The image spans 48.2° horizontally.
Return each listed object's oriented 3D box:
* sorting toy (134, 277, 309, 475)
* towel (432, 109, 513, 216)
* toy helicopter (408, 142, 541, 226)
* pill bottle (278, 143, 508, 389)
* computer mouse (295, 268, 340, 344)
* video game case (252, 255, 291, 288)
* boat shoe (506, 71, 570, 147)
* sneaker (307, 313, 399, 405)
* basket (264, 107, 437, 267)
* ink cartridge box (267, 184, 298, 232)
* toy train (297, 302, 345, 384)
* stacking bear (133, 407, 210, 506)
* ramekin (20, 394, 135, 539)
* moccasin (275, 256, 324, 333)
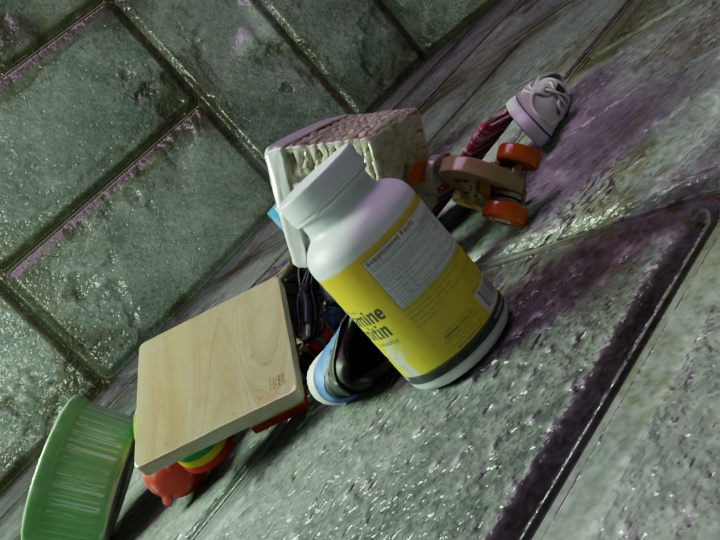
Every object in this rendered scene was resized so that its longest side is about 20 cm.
[{"bbox_3d":[-0.157,0.131,0.936,0.197,0.070,0.201,-26,38,6],"label":"sorting toy"},{"bbox_3d":[0.120,-0.123,1.046,0.201,0.022,0.145,-53,-7,28],"label":"towel"},{"bbox_3d":[0.121,-0.095,0.911,0.200,0.131,0.080,51,-127,-85],"label":"toy helicopter"},{"bbox_3d":[0.026,-0.005,0.682,0.112,0.200,0.112,-40,11,10],"label":"pill bottle"},{"bbox_3d":[0.000,0.000,0.954,0.198,0.053,0.140,-17,51,23],"label":"computer mouse"},{"bbox_3d":[-0.174,0.033,1.623,0.199,0.036,0.182,-30,18,49],"label":"video game case"},{"bbox_3d":[0.243,-0.219,1.055,0.066,0.072,0.200,-42,3,27],"label":"boat shoe"},{"bbox_3d":[0.026,0.044,0.804,0.201,0.077,0.111,-53,8,-22],"label":"sneaker"},{"bbox_3d":[0.000,-0.101,0.899,0.122,0.137,0.200,-7,17,22],"label":"basket"},{"bbox_3d":[-0.046,-0.119,1.454,0.145,0.147,0.200,-48,12,-24],"label":"ink cartridge box"},{"bbox_3d":[-0.059,0.091,1.037,0.046,0.034,0.200,-33,15,30],"label":"toy train"},{"bbox_3d":[-0.233,0.210,1.022,0.200,0.112,0.123,-115,35,-66],"label":"stacking bear"},{"bbox_3d":[-0.363,0.276,1.068,0.200,0.097,0.202,-164,90,-84],"label":"ramekin"},{"bbox_3d":[-0.082,0.020,1.086,0.078,0.073,0.203,126,166,-53],"label":"moccasin"}]
